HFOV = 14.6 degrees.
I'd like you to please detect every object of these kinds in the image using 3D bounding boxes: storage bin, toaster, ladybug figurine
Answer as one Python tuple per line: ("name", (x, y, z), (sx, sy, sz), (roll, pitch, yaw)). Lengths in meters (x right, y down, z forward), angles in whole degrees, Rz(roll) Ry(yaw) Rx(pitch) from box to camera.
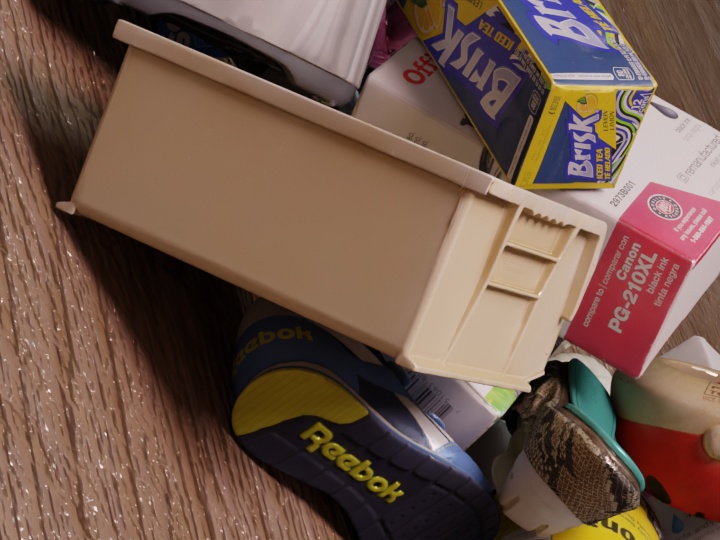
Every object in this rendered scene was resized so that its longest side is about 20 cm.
("storage bin", (-0.008, -0.026, 1.338), (0.199, 0.094, 0.198), (23, 3, 22))
("toaster", (-0.068, -0.177, 1.445), (0.199, 0.130, 0.114), (24, -1, -21))
("ladybug figurine", (0.198, 0.097, 1.552), (0.135, 0.072, 0.200), (18, 3, 11))

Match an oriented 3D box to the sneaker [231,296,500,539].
("sneaker", (0.004, 0.081, 1.411), (0.200, 0.074, 0.083), (47, 18, -41))

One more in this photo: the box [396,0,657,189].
("box", (0.077, -0.129, 1.459), (0.064, 0.070, 0.200), (-2, 41, -27))

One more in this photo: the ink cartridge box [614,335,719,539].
("ink cartridge box", (0.202, 0.176, 1.711), (0.145, 0.147, 0.201), (47, 19, -36))

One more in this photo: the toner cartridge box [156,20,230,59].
("toner cartridge box", (-0.083, -0.188, 1.605), (0.200, 0.043, 0.096), (-73, 158, -71))

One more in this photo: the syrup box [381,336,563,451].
("syrup box", (0.061, 0.031, 1.532), (0.079, 0.081, 0.200), (45, 35, 1))

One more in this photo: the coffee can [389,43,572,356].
("coffee can", (0.099, -0.056, 1.707), (0.201, 0.146, 0.146), (62, 16, 7))

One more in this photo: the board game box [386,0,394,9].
("board game box", (0.018, -0.207, 1.847), (0.200, 0.104, 0.104), (35, 66, -56))

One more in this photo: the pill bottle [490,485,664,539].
("pill bottle", (0.104, 0.185, 1.460), (0.112, 0.111, 0.200), (55, 17, -14))

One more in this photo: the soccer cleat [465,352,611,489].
("soccer cleat", (0.108, 0.083, 1.649), (0.200, 0.069, 0.078), (-46, 141, -60))

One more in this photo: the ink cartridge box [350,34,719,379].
("ink cartridge box", (0.100, -0.049, 1.504), (0.199, 0.085, 0.145), (30, 33, 11))

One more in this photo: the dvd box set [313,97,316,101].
("dvd box set", (0.000, 0.000, 1.618), (0.201, 0.029, 0.146), (57, 17, -8))

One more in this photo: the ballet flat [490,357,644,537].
("ballet flat", (0.102, 0.099, 1.448), (0.068, 0.075, 0.200), (49, 6, -9))

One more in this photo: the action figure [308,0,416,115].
("action figure", (-0.020, -0.159, 1.612), (0.149, 0.133, 0.201), (41, -33, 49))
